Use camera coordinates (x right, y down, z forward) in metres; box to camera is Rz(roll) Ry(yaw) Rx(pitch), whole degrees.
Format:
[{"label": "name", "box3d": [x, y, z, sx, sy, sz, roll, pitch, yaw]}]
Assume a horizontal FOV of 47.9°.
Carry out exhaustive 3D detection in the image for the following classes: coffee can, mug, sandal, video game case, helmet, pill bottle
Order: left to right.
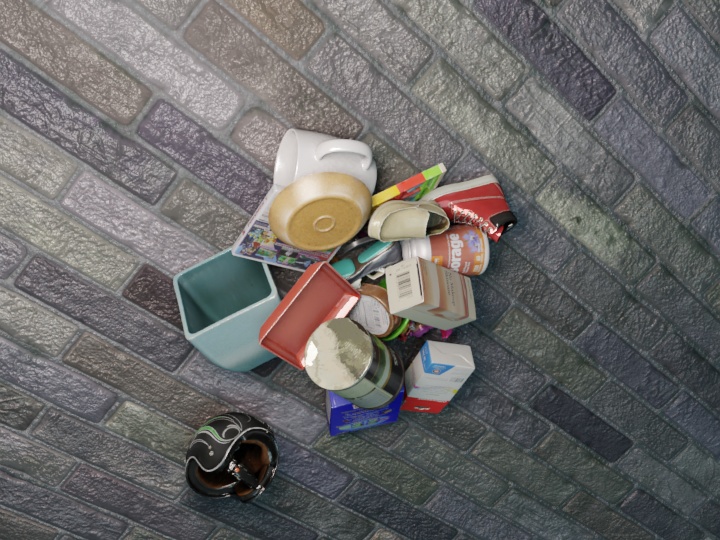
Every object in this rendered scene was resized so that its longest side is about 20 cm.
[{"label": "helmet", "box3d": [-0.294, 0.418, 1.819, 0.199, 0.190, 0.201, 2, 87, -42]}, {"label": "video game case", "box3d": [-0.121, -0.074, 1.561, 0.199, 0.023, 0.182, 14, 132, -33]}, {"label": "mug", "box3d": [-0.054, -0.197, 1.555, 0.175, 0.148, 0.200, 7, 158, -23]}, {"label": "coffee can", "box3d": [-0.009, 0.195, 1.657, 0.146, 0.147, 0.200, -37, 151, 6]}, {"label": "sandal", "box3d": [0.012, -0.079, 1.655, 0.075, 0.200, 0.048, -26, 93, 29]}, {"label": "pill bottle", "box3d": [0.167, -0.040, 1.741, 0.199, 0.112, 0.113, -4, 119, -13]}]

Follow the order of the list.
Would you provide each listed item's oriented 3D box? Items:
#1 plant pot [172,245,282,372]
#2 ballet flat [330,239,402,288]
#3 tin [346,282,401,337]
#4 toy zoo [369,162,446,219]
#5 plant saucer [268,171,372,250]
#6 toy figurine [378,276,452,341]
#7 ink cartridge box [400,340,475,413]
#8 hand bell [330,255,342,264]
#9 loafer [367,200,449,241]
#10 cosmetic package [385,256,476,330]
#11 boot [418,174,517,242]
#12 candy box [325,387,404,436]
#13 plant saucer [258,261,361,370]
[{"label": "plant pot", "box3d": [-0.240, 0.091, 1.664, 0.195, 0.197, 0.200, -27, 134, 0]}, {"label": "ballet flat", "box3d": [0.000, 0.000, 1.671, 0.199, 0.073, 0.073, -29, 122, 8]}, {"label": "tin", "box3d": [-0.004, 0.080, 1.725, 0.042, 0.199, 0.113, -33, 123, -46]}, {"label": "toy zoo", "box3d": [0.072, -0.147, 1.640, 0.199, 0.131, 0.021, -27, 81, -13]}, {"label": "plant saucer", "box3d": [-0.070, -0.097, 1.504, 0.199, 0.036, 0.201, -10, 141, -8]}, {"label": "toy figurine", "box3d": [0.118, 0.114, 1.817, 0.183, 0.151, 0.200, 18, 135, -34]}, {"label": "ink cartridge box", "box3d": [0.172, 0.254, 1.908, 0.116, 0.067, 0.200, 9, 136, -20]}, {"label": "hand bell", "box3d": [-0.065, -0.036, 1.710, 0.104, 0.104, 0.200, -36, 133, 5]}, {"label": "loafer", "box3d": [0.101, -0.098, 1.600, 0.199, 0.068, 0.076, -16, 124, -37]}, {"label": "cosmetic package", "box3d": [0.147, 0.050, 1.672, 0.087, 0.104, 0.200, -22, 156, 33]}, {"label": "boot", "box3d": [0.220, -0.109, 1.695, 0.199, 0.145, 0.073, -18, 151, -5]}, {"label": "candy box", "box3d": [0.006, 0.298, 1.853, 0.168, 0.077, 0.200, -11, 153, -10]}, {"label": "plant saucer", "box3d": [-0.104, 0.085, 1.592, 0.200, 0.037, 0.200, -52, 151, -4]}]
